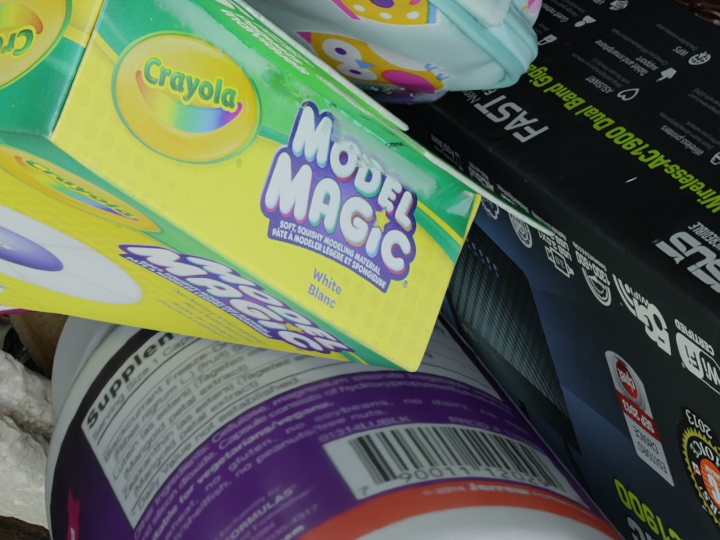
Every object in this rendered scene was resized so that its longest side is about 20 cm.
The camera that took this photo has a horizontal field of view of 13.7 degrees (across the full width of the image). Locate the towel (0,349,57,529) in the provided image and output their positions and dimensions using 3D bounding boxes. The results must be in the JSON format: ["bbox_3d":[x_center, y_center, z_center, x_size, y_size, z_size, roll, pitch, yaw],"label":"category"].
[{"bbox_3d":[-0.119,0.040,0.815,0.132,0.035,0.200,15,168,33],"label":"towel"}]

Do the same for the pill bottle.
[{"bbox_3d":[-0.009,0.063,0.677,0.111,0.112,0.200,22,-166,-26],"label":"pill bottle"}]

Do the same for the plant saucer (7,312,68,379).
[{"bbox_3d":[0.000,0.000,0.826,0.200,0.036,0.200,8,140,7],"label":"plant saucer"}]

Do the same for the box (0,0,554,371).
[{"bbox_3d":[-0.066,-0.027,0.631,0.200,0.048,0.117,5,159,43],"label":"box"}]

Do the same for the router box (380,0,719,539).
[{"bbox_3d":[0.078,0.026,0.660,0.200,0.062,0.150,43,157,60],"label":"router box"}]

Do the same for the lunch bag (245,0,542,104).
[{"bbox_3d":[-0.055,-0.099,0.597,0.160,0.077,0.200,5,162,33],"label":"lunch bag"}]

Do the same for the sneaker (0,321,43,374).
[{"bbox_3d":[-0.080,0.048,1.009,0.088,0.077,0.200,9,176,-30],"label":"sneaker"}]

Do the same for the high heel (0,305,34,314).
[{"bbox_3d":[-0.132,-0.020,0.812,0.199,0.068,0.096,3,174,19],"label":"high heel"}]
